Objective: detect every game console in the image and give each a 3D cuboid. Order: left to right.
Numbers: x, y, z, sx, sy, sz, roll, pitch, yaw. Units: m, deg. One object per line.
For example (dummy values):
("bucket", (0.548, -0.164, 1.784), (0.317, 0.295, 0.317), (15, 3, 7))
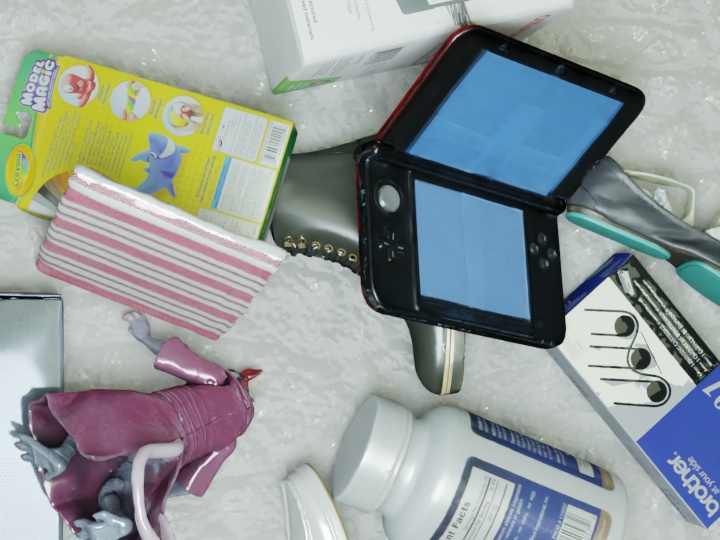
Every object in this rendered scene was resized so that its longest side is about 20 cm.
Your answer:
("game console", (0.105, -0.050, 1.143), (0.199, 0.118, 0.173), (13, 66, -40))

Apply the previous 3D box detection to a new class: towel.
("towel", (-0.139, -0.012, 1.111), (0.146, 0.200, 0.030), (22, 68, -11))

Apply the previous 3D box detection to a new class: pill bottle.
("pill bottle", (0.084, 0.165, 1.197), (0.199, 0.111, 0.111), (23, 84, -11))

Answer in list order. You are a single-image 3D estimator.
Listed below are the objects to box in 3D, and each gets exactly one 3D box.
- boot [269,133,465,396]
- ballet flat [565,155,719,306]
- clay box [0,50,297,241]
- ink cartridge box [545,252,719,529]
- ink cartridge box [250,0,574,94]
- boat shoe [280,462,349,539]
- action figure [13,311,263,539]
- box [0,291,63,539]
("boot", (0.000, 0.000, 1.209), (0.138, 0.077, 0.201), (-8, 77, -8))
("ballet flat", (0.253, -0.027, 1.260), (0.199, 0.073, 0.073), (29, 83, -8))
("clay box", (-0.156, -0.076, 1.168), (0.199, 0.048, 0.115), (17, 85, 4))
("ink cartridge box", (0.231, 0.092, 1.264), (0.094, 0.044, 0.200), (-40, 97, -8))
("ink cartridge box", (0.033, -0.195, 1.176), (0.199, 0.145, 0.084), (-14, 90, -12))
("boat shoe", (-0.038, 0.243, 1.189), (0.069, 0.071, 0.201), (-13, 93, -14))
("action figure", (-0.131, 0.103, 1.134), (0.200, 0.149, 0.135), (-25, 105, -43))
("box", (-0.287, 0.115, 1.149), (0.157, 0.051, 0.201), (1, 88, -13))
